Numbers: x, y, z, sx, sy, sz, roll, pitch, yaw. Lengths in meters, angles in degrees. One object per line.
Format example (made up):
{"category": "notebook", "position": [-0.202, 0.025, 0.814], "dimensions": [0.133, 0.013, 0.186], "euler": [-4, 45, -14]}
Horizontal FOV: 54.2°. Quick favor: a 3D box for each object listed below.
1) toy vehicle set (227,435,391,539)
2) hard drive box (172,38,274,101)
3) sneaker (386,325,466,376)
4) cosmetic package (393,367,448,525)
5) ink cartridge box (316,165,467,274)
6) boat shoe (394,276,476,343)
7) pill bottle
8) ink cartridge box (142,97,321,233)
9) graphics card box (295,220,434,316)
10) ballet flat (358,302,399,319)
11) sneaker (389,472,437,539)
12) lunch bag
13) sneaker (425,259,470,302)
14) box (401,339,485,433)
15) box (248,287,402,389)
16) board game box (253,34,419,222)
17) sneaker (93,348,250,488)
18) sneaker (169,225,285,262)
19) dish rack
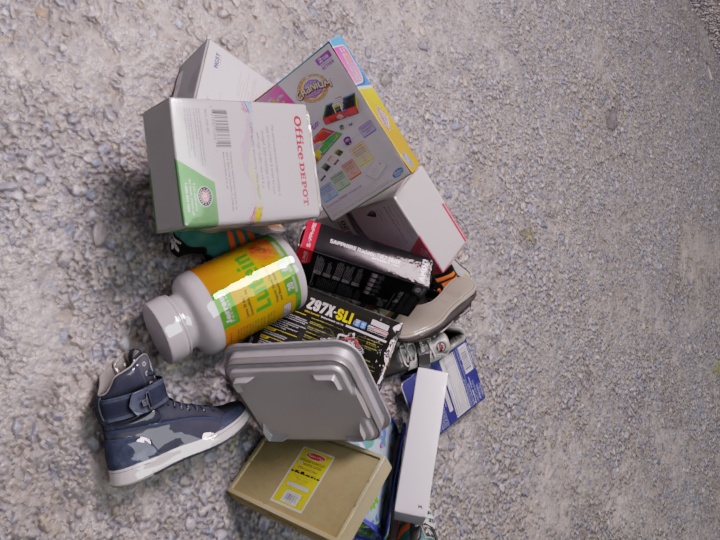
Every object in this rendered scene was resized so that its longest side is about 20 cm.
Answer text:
{"category": "toy vehicle set", "position": [-0.070, 0.275, 0.925], "dimensions": [0.125, 0.197, 0.027], "euler": [-53, 134, -31]}
{"category": "hard drive box", "position": [-0.166, -0.199, 0.998], "dimensions": [0.198, 0.076, 0.159], "euler": [30, 50, -35]}
{"category": "sneaker", "position": [0.102, 0.126, 1.195], "dimensions": [0.198, 0.088, 0.076], "euler": [-20, 96, -42]}
{"category": "cosmetic package", "position": [0.089, 0.264, 1.044], "dimensions": [0.051, 0.151, 0.204], "euler": [10, 67, 4]}
{"category": "ink cartridge box", "position": [0.045, -0.064, 1.101], "dimensions": [0.085, 0.198, 0.147], "euler": [-48, 113, -31]}
{"category": "boat shoe", "position": [0.127, 0.080, 1.174], "dimensions": [0.198, 0.066, 0.058], "euler": [-31, 133, -35]}
{"category": "pill bottle", "position": [-0.177, 0.039, 0.921], "dimensions": [0.198, 0.110, 0.113], "euler": [-28, 100, -29]}
{"category": "ink cartridge box", "position": [-0.155, -0.128, 0.869], "dimensions": [0.197, 0.087, 0.149], "euler": [-9, 92, -40]}
{"category": "graphics card box", "position": [0.000, 0.000, 1.041], "dimensions": [0.196, 0.126, 0.052], "euler": [18, 64, -3]}
{"category": "ballet flat", "position": [0.031, 0.070, 1.150], "dimensions": [0.075, 0.073, 0.201], "euler": [52, 50, -21]}
{"category": "sneaker", "position": [0.091, 0.403, 1.117], "dimensions": [0.071, 0.079, 0.204], "euler": [20, 67, -35]}
{"category": "lunch bag", "position": [-0.001, 0.298, 1.045], "dimensions": [0.200, 0.125, 0.173], "euler": [48, 46, -44]}
{"category": "sneaker", "position": [0.138, 0.026, 1.241], "dimensions": [0.199, 0.069, 0.092], "euler": [26, 67, -54]}
{"category": "box", "position": [0.141, 0.215, 1.248], "dimensions": [0.198, 0.032, 0.123], "euler": [-25, 99, -44]}
{"category": "box", "position": [-0.057, 0.117, 0.995], "dimensions": [0.196, 0.050, 0.162], "euler": [19, 60, 6]}
{"category": "board game box", "position": [-0.033, -0.188, 0.960], "dimensions": [0.202, 0.151, 0.040], "euler": [56, 33, -12]}
{"category": "sneaker", "position": [-0.234, 0.160, 0.882], "dimensions": [0.200, 0.076, 0.149], "euler": [-17, 92, -45]}
{"category": "sneaker", "position": [-0.187, -0.053, 0.981], "dimensions": [0.072, 0.080, 0.199], "euler": [47, 22, 24]}
{"category": "dish rack", "position": [-0.073, 0.163, 0.892], "dimensions": [0.044, 0.196, 0.174], "euler": [-68, 144, -46]}
